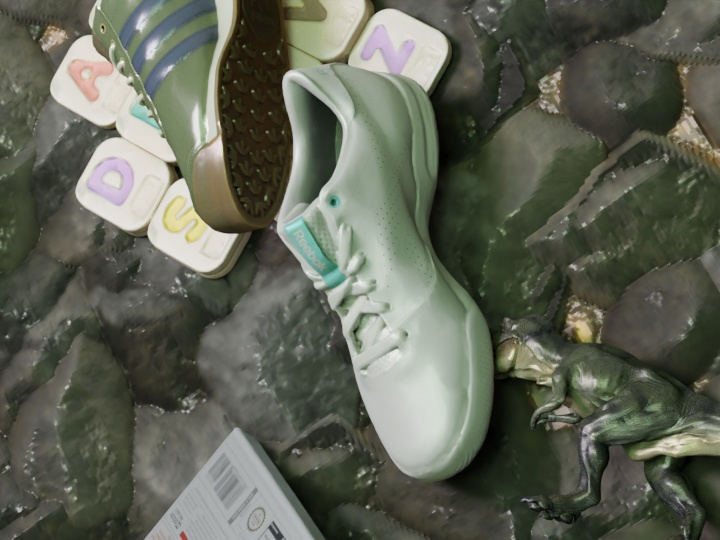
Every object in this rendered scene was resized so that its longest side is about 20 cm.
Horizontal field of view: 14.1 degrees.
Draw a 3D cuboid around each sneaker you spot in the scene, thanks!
[{"bbox_3d":[0.000,0.000,1.339,0.075,0.088,0.201,-26,67,35],"label":"sneaker"},{"bbox_3d":[-0.088,-0.107,1.420,0.089,0.067,0.202,-13,70,29],"label":"sneaker"}]

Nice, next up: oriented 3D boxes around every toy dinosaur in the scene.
[{"bbox_3d":[0.126,0.080,1.293,0.199,0.047,0.089,19,77,24],"label":"toy dinosaur"}]

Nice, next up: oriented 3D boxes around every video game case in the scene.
[{"bbox_3d":[-0.097,0.178,1.336,0.200,0.018,0.143,-50,25,4],"label":"video game case"}]

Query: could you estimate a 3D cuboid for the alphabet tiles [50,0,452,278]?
[{"bbox_3d":[-0.058,-0.101,1.445,0.195,0.015,0.201,29,89,29],"label":"alphabet tiles"}]
